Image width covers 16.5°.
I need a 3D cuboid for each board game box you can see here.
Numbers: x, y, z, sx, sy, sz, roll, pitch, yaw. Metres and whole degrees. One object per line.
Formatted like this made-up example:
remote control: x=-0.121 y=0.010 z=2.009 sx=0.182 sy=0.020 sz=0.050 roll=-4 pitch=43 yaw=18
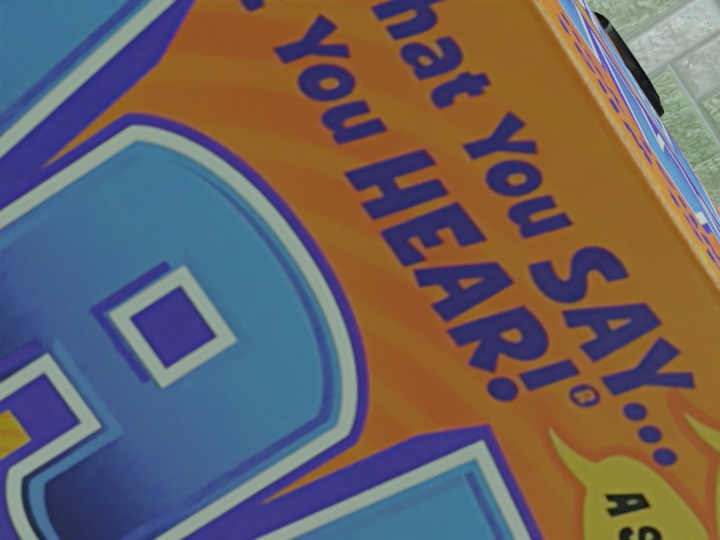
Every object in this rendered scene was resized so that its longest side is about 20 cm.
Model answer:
board game box: x=-0.058 y=-0.007 z=0.415 sx=0.200 sy=0.200 sz=0.200 roll=55 pitch=9 yaw=-15

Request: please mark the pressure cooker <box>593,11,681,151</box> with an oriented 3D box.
pressure cooker: x=0.096 y=-0.092 z=1.598 sx=0.200 sy=0.176 sz=0.179 roll=53 pitch=20 yaw=-23
